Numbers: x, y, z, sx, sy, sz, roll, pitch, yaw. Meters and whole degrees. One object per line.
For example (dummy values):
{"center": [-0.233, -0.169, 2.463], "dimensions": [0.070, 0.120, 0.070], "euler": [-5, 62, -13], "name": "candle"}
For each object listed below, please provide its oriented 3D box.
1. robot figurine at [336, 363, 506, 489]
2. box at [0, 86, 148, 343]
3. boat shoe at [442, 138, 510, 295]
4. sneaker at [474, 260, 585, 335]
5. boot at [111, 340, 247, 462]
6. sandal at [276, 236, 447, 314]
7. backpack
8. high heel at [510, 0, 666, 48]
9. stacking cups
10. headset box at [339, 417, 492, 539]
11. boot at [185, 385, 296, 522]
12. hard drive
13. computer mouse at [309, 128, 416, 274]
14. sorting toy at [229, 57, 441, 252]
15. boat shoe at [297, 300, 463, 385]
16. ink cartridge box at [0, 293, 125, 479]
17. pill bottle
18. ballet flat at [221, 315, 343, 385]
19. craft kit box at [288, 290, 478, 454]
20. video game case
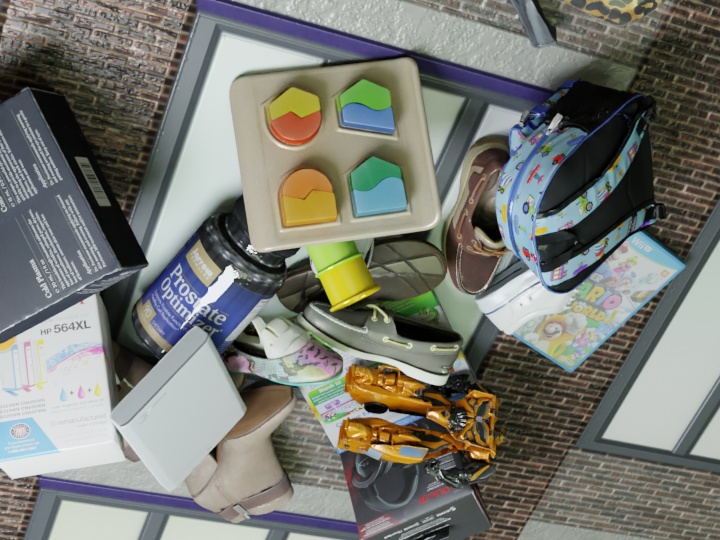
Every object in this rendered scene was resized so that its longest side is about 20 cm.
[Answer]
{"center": [0.077, 0.175, 1.595], "dimensions": [0.199, 0.145, 0.058], "euler": [10, 149, -6], "name": "robot figurine"}
{"center": [-0.344, -0.050, 1.358], "dimensions": [0.182, 0.104, 0.201], "euler": [-27, 90, 7], "name": "box"}
{"center": [0.140, -0.047, 1.541], "dimensions": [0.072, 0.072, 0.201], "euler": [2, 125, -13], "name": "boat shoe"}
{"center": [0.230, 0.007, 1.588], "dimensions": [0.200, 0.073, 0.071], "euler": [-32, 107, 27], "name": "sneaker"}
{"center": [-0.253, 0.134, 1.594], "dimensions": [0.200, 0.070, 0.146], "euler": [-36, 116, 4], "name": "boot"}
{"center": [0.000, 0.000, 1.562], "dimensions": [0.199, 0.055, 0.082], "euler": [-16, 122, 17], "name": "sandal"}
{"center": [0.216, -0.083, 1.442], "dimensions": [0.200, 0.134, 0.183], "euler": [-42, 136, -28], "name": "backpack"}
{"center": [0.237, -0.313, 1.369], "dimensions": [0.199, 0.072, 0.143], "euler": [-22, 134, 15], "name": "high heel"}
{"center": [-0.044, -0.059, 1.441], "dimensions": [0.060, 0.061, 0.201], "euler": [-24, 85, 6], "name": "stacking cups"}
{"center": [0.064, 0.264, 1.668], "dimensions": [0.148, 0.200, 0.077], "euler": [-24, 127, 6], "name": "headset box"}
{"center": [-0.128, 0.230, 1.670], "dimensions": [0.199, 0.070, 0.146], "euler": [-25, 121, 23], "name": "boot"}
{"center": [-0.194, 0.155, 1.489], "dimensions": [0.132, 0.026, 0.200], "euler": [-47, 156, -16], "name": "hard drive"}
{"center": [-0.009, -0.068, 1.475], "dimensions": [0.109, 0.044, 0.201], "euler": [13, 112, 4], "name": "computer mouse"}
{"center": [-0.026, -0.122, 1.403], "dimensions": [0.199, 0.186, 0.036], "euler": [-9, 171, -4], "name": "sorting toy"}
{"center": [0.024, 0.070, 1.552], "dimensions": [0.201, 0.072, 0.060], "euler": [21, 108, -24], "name": "boat shoe"}
{"center": [-0.334, 0.109, 1.476], "dimensions": [0.128, 0.201, 0.125], "euler": [-9, 164, -7], "name": "ink cartridge box"}
{"center": [-0.152, 0.009, 1.494], "dimensions": [0.112, 0.112, 0.200], "euler": [30, 114, -29], "name": "pill bottle"}
{"center": [-0.100, 0.084, 1.527], "dimensions": [0.069, 0.200, 0.071], "euler": [-32, 112, -34], "name": "ballet flat"}
{"center": [0.020, 0.109, 1.646], "dimensions": [0.199, 0.049, 0.198], "euler": [-24, 129, 5], "name": "craft kit box"}
{"center": [0.277, 0.025, 1.656], "dimensions": [0.143, 0.018, 0.200], "euler": [33, 113, -29], "name": "video game case"}
